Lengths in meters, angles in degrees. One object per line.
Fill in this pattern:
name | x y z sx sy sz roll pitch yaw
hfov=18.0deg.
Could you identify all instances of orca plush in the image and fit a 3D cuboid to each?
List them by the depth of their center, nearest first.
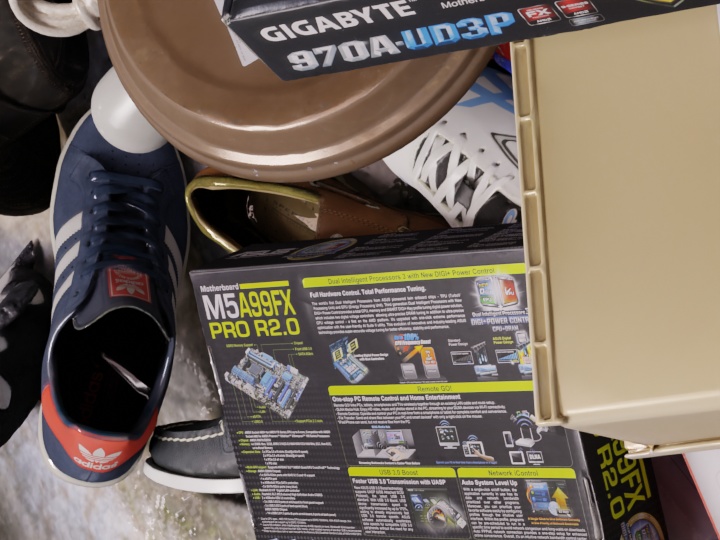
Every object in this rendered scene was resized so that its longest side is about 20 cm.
orca plush | -0.181 0.057 1.197 0.071 0.200 0.105 39 95 -11

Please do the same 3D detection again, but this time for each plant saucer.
plant saucer | -0.027 -0.136 0.939 0.200 0.029 0.200 -5 79 24

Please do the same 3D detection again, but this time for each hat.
hat | -0.193 -0.130 1.164 0.081 0.201 0.201 -33 73 19

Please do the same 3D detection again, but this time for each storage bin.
storage bin | 0.163 -0.044 0.807 0.200 0.094 0.199 -9 78 29

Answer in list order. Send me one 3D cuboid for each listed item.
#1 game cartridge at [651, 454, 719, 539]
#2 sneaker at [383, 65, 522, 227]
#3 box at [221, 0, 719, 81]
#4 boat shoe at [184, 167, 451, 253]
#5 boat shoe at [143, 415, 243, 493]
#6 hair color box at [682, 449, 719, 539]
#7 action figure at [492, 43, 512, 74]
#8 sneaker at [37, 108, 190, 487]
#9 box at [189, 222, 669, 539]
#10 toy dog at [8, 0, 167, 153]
game cartridge | 0.093 0.156 1.012 0.133 0.041 0.200 55 130 28
sneaker | 0.064 -0.032 0.978 0.200 0.072 0.072 40 120 32
box | 0.055 -0.159 0.826 0.200 0.046 0.159 -7 59 31
boat shoe | 0.000 0.000 1.050 0.200 0.068 0.072 24 112 38
boat shoe | -0.023 0.075 1.089 0.200 0.076 0.060 -2 97 33
hair color box | 0.207 0.122 0.874 0.101 0.061 0.200 -33 74 43
action figure | 0.084 -0.100 0.962 0.200 0.099 0.065 27 115 14
sneaker | -0.118 0.004 1.123 0.085 0.075 0.200 134 139 -70
box | 0.027 0.064 0.962 0.200 0.044 0.160 -5 103 42
toy dog | -0.058 -0.153 1.056 0.200 0.096 0.132 -29 117 15
